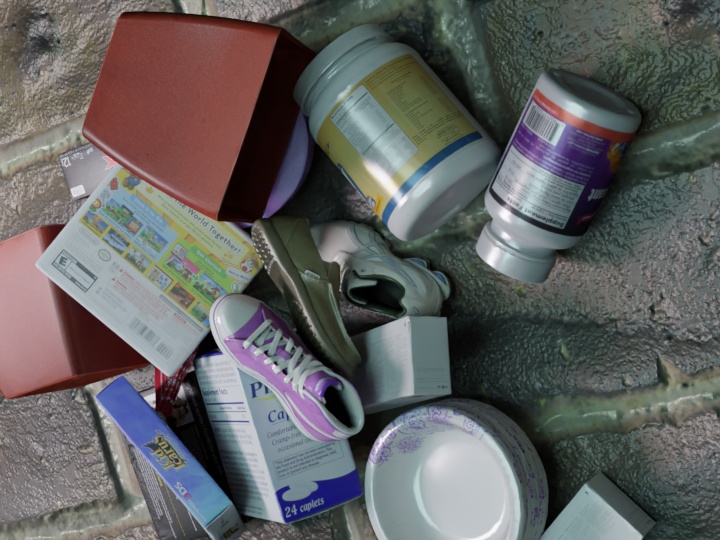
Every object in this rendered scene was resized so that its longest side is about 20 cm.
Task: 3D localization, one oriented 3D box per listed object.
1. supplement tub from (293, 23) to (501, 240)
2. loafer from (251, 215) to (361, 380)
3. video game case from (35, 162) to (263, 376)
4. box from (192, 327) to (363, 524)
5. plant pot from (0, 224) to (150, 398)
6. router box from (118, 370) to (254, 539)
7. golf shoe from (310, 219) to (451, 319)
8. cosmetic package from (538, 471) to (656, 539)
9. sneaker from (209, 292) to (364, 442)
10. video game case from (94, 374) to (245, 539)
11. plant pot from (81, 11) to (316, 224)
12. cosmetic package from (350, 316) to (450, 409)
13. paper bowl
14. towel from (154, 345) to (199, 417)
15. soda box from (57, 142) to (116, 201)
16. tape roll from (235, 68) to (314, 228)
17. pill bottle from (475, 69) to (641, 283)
[{"bbox_3d":[0.037,-0.148,1.509,0.200,0.145,0.145,51,120,14],"label":"supplement tub"},{"bbox_3d":[-0.046,0.023,1.537,0.200,0.067,0.076,62,163,3],"label":"loafer"},{"bbox_3d":[-0.233,-0.012,1.603,0.200,0.023,0.182,40,94,-2],"label":"video game case"},{"bbox_3d":[-0.098,0.175,1.631,0.184,0.105,0.200,-14,93,68],"label":"box"},{"bbox_3d":[-0.365,0.053,1.745,0.200,0.200,0.177,-18,83,33],"label":"plant pot"},{"bbox_3d":[-0.218,0.236,1.796,0.149,0.051,0.200,-22,88,31],"label":"router box"},{"bbox_3d":[0.000,0.000,1.590,0.200,0.097,0.078,22,112,28],"label":"golf shoe"},{"bbox_3d":[0.225,0.317,1.538,0.083,0.051,0.200,42,118,15],"label":"cosmetic package"},{"bbox_3d":[-0.069,0.096,1.493,0.200,0.073,0.114,46,161,-11],"label":"sneaker"},{"bbox_3d":[-0.218,0.227,1.668,0.045,0.181,0.200,-40,76,-11],"label":"video game case"},{"bbox_3d":[-0.175,-0.172,1.495,0.176,0.200,0.200,19,94,7],"label":"plant pot"},{"bbox_3d":[0.030,0.106,1.550,0.200,0.051,0.083,157,111,-62],"label":"cosmetic package"},{"bbox_3d":[0.112,0.240,1.555,0.200,0.104,0.201,3,96,35],"label":"paper bowl"},{"bbox_3d":[-0.202,0.063,1.706,0.022,0.145,0.200,21,107,-17],"label":"towel"},{"bbox_3d":[-0.272,-0.144,1.744,0.200,0.071,0.063,-15,93,32],"label":"soda box"},{"bbox_3d":[-0.155,-0.148,1.628,0.200,0.066,0.201,1,98,5],"label":"tape roll"},{"bbox_3d":[0.193,-0.092,1.443,0.111,0.111,0.200,34,116,22],"label":"pill bottle"}]
